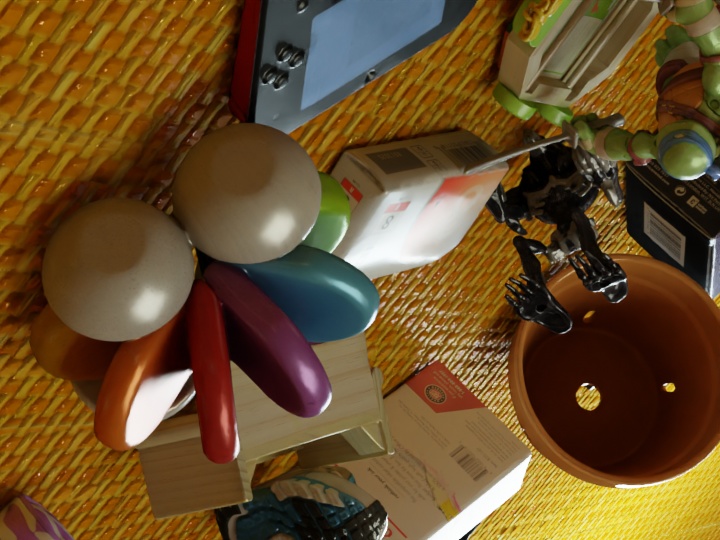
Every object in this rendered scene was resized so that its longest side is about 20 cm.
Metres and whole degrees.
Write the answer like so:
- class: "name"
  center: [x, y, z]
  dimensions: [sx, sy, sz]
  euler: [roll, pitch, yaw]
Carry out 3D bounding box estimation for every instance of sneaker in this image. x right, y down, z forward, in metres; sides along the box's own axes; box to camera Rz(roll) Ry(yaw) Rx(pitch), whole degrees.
- class: "sneaker"
  center: [-0.029, 0.170, 1.692]
  dimensions: [0.086, 0.075, 0.200]
  euler: [-30, -169, -30]

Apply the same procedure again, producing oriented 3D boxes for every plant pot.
- class: "plant pot"
  center: [0.216, 0.100, 2.004]
  dimensions: [0.200, 0.200, 0.140]
  euler: [-40, 175, -17]

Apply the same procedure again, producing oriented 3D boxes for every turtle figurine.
- class: "turtle figurine"
  center: [0.194, -0.144, 1.538]
  dimensions: [0.194, 0.199, 0.145]
  euler: [-52, 149, -56]

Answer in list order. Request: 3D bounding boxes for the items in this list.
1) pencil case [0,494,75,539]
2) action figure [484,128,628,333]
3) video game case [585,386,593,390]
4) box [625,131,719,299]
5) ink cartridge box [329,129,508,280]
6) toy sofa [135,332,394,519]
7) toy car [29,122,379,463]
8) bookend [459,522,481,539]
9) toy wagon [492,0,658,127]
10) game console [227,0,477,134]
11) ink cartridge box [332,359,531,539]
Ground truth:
- class: "pencil case"
  center: [-0.250, 0.235, 1.444]
  dimensions: [0.200, 0.085, 0.084]
  euler: [-47, 162, -2]
- class: "action figure"
  center: [0.138, -0.053, 1.640]
  dimensions: [0.118, 0.200, 0.102]
  euler: [-23, 126, 13]
- class: "video game case"
  center: [0.312, 0.020, 2.265]
  dimensions: [0.180, 0.025, 0.200]
  euler: [-19, 147, -53]
- class: "box"
  center: [0.330, -0.095, 1.972]
  dimensions: [0.200, 0.104, 0.148]
  euler: [-43, 159, -10]
- class: "ink cartridge box"
  center: [0.000, 0.000, 1.563]
  dimensions: [0.162, 0.050, 0.200]
  euler: [-14, 139, -56]
- class: "toy sofa"
  center: [-0.067, 0.101, 1.579]
  dimensions: [0.083, 0.098, 0.200]
  euler: [-14, 180, 33]
- class: "toy car"
  center: [-0.077, 0.028, 1.290]
  dimensions: [0.200, 0.150, 0.175]
  euler: [-31, 156, -13]
- class: "bookend"
  center: [-0.004, 0.274, 1.901]
  dimensions: [0.199, 0.092, 0.200]
  euler: [-49, 180, 14]
- class: "toy wagon"
  center: [0.148, -0.173, 1.554]
  dimensions: [0.155, 0.040, 0.200]
  euler: [-54, 158, 16]
- class: "game console"
  center: [0.010, -0.171, 1.291]
  dimensions: [0.200, 0.031, 0.177]
  euler: [-35, 157, -32]
- class: "ink cartridge box"
  center: [0.026, 0.178, 1.851]
  dimensions: [0.200, 0.116, 0.068]
  euler: [-35, 158, -27]
